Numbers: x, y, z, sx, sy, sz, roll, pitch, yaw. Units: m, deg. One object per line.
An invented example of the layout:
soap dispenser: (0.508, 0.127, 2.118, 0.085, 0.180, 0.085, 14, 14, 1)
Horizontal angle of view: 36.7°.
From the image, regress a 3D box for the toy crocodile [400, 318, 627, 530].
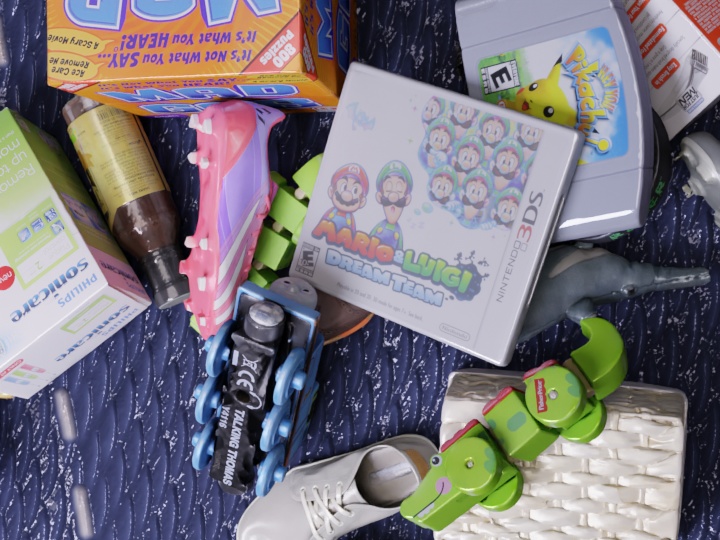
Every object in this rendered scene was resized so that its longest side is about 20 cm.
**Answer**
toy crocodile: (0.110, 0.113, 0.771, 0.200, 0.067, 0.062, -42, 55, 10)

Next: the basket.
basket: (0.158, 0.156, 0.858, 0.198, 0.123, 0.137, 4, 91, 12)

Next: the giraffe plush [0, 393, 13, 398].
giraffe plush: (-0.392, 0.140, 0.967, 0.199, 0.172, 0.163, -11, 57, 48)

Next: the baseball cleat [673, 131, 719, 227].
baseball cleat: (0.341, -0.046, 0.855, 0.106, 0.070, 0.200, -38, 92, 3)

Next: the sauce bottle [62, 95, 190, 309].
sauce bottle: (-0.200, -0.064, 0.963, 0.064, 0.065, 0.201, -25, 84, 11)

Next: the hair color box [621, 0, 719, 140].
hair color box: (0.217, -0.212, 0.845, 0.064, 0.111, 0.200, -36, 82, -22)

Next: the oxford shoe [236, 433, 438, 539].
oxford shoe: (-0.024, 0.197, 0.932, 0.199, 0.058, 0.076, -26, 88, 13)

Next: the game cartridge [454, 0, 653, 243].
game cartridge: (0.150, -0.124, 0.820, 0.132, 0.040, 0.202, -11, 90, 25)

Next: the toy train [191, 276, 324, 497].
toy train: (-0.079, 0.092, 0.882, 0.086, 0.114, 0.201, 21, 127, 10)

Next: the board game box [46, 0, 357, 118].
board game box: (-0.117, -0.238, 0.876, 0.198, 0.200, 0.202, -1, 90, 11)

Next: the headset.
headset: (0.154, -0.112, 0.864, 0.124, 0.094, 0.200, -52, 56, 23)

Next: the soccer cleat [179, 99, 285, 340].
soccer cleat: (-0.102, -0.038, 0.889, 0.076, 0.067, 0.202, -4, 107, -27)

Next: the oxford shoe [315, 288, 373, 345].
oxford shoe: (0.000, 0.000, 0.916, 0.200, 0.073, 0.071, -39, 82, 10)

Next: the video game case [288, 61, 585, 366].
video game case: (0.052, -0.047, 0.840, 0.199, 0.024, 0.184, 22, 101, 25)

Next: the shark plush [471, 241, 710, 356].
shark plush: (0.178, 0.028, 0.877, 0.198, 0.084, 0.091, 0, 130, -7)

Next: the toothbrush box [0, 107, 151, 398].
toothbrush box: (-0.300, -0.014, 0.948, 0.145, 0.086, 0.201, -36, 71, 5)

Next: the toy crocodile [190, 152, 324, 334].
toy crocodile: (-0.079, -0.018, 0.945, 0.067, 0.062, 0.201, 36, 102, 10)
